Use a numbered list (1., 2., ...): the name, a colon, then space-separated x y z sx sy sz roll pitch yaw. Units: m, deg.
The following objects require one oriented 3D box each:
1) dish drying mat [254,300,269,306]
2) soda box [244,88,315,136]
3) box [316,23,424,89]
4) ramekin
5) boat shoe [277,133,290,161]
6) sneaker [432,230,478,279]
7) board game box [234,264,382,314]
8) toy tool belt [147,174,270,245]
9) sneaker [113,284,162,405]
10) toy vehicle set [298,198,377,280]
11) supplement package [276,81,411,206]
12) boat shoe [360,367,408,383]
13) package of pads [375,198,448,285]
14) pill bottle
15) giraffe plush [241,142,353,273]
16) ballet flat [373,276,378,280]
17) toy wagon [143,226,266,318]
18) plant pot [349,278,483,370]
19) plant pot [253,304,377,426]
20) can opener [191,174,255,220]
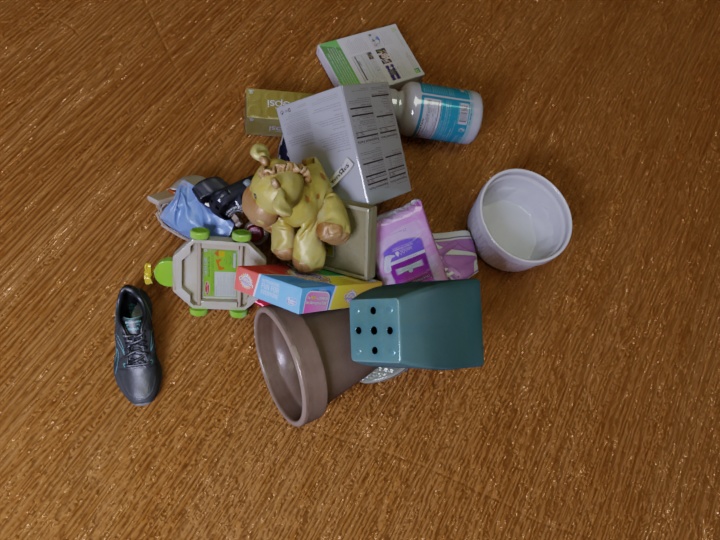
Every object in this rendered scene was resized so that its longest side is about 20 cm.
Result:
1. dish drying mat: -0.133 0.048 1.055 0.199 0.018 0.077 28 68 -3
2. soda box: -0.131 -0.311 1.158 0.199 0.064 0.068 0 71 -13
3. box: 0.022 -0.451 1.261 0.199 0.036 0.145 -23 78 -21
4. ramekin: 0.311 -0.093 1.168 0.199 0.105 0.201 4 71 -13
5. boat shoe: -0.128 -0.187 1.099 0.074 0.093 0.201 -1 71 -14
6. sneaker: 0.140 -0.010 1.116 0.199 0.073 0.115 -9 76 -17
7. board game box: -0.083 0.025 0.962 0.199 0.152 0.041 -3 105 -52
8. toy tool belt: -0.260 -0.090 1.009 0.199 0.123 0.125 24 101 -3
9. sneaker: -0.371 0.119 0.940 0.075 0.079 0.201 -10 75 -17
10. toy vehicle set: -0.062 -0.066 1.008 0.199 0.125 0.026 15 24 31
11. supplement package: -0.026 -0.216 1.040 0.150 0.151 0.201 -28 108 -51
12. boat shoe: 0.077 0.146 1.050 0.199 0.062 0.075 -31 67 -6
13. package of pads: 0.082 -0.018 1.043 0.120 0.076 0.201 -20 106 2
14. pill bottle: 0.146 -0.331 1.207 0.199 0.111 0.111 5 70 -12
15. giraffe plush: -0.112 -0.109 0.905 0.172 0.162 0.201 34 102 30
16. ballet flat: 0.000 0.000 1.082 0.064 0.076 0.201 -12 65 18
17. toy wagon: -0.262 0.002 0.983 0.199 0.040 0.156 3 114 -10
18. plant pot: 0.080 0.085 0.892 0.199 0.141 0.142 3 85 -52
19. plant pot: -0.061 0.133 0.957 0.174 0.200 0.201 -16 75 -28
20. can opener: -0.189 -0.139 0.971 0.079 0.063 0.200 59 36 -1
